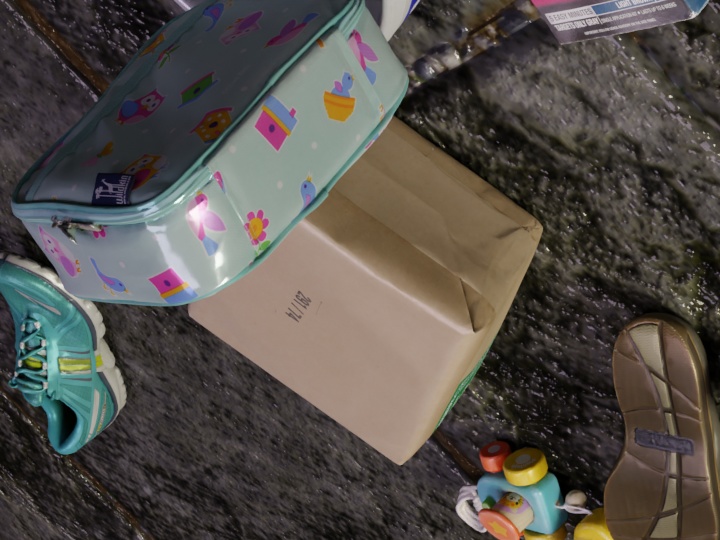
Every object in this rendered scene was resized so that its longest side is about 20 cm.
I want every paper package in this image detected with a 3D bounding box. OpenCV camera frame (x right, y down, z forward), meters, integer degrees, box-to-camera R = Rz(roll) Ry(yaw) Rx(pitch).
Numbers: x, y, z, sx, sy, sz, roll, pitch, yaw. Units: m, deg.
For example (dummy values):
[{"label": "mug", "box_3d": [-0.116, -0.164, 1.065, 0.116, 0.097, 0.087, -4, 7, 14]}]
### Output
[{"label": "paper package", "box_3d": [0.000, 0.000, 1.496, 0.190, 0.104, 0.200, 36, 150, 7]}]

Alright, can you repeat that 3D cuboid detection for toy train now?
[{"label": "toy train", "box_3d": [0.139, 0.213, 1.643, 0.200, 0.056, 0.151, 40, 143, 14]}]

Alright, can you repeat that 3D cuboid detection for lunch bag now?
[{"label": "lunch bag", "box_3d": [-0.085, -0.068, 1.240, 0.160, 0.200, 0.077, 6, 136, 47]}]

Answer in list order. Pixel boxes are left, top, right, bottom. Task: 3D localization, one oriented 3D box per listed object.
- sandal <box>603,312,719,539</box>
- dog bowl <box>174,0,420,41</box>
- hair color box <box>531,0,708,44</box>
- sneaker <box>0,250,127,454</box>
[{"label": "sandal", "box_3d": [0.196, 0.105, 1.475, 0.080, 0.054, 0.201, 15, 128, 28]}, {"label": "dog bowl", "box_3d": [-0.045, -0.208, 1.287, 0.199, 0.079, 0.201, 28, 148, 19]}, {"label": "hair color box", "box_3d": [0.092, -0.210, 1.147, 0.100, 0.061, 0.201, -6, 126, 52]}, {"label": "sneaker", "box_3d": [-0.245, 0.067, 1.892, 0.077, 0.080, 0.201, 16, 142, 35]}]
